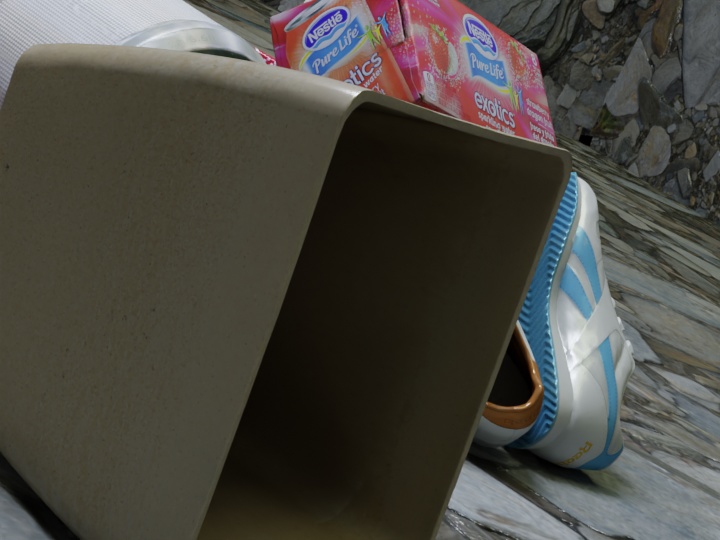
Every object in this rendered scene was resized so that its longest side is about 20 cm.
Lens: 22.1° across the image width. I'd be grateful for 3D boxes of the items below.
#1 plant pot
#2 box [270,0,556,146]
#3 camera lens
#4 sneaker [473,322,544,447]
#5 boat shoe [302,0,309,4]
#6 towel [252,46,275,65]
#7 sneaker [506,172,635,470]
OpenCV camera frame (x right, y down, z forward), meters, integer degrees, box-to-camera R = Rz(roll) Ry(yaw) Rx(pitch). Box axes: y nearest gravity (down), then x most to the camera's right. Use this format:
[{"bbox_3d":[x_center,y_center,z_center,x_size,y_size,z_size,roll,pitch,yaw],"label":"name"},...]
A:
[{"bbox_3d":[-0.056,0.006,0.762,0.176,0.201,0.200,24,8,29],"label":"plant pot"},{"bbox_3d":[0.039,-0.110,1.197,0.099,0.096,0.200,-19,-20,27],"label":"box"},{"bbox_3d":[-0.154,-0.093,1.056,0.200,0.161,0.159,35,14,37],"label":"camera lens"},{"bbox_3d":[0.045,0.007,1.080,0.200,0.073,0.085,52,-17,7],"label":"sneaker"},{"bbox_3d":[0.030,-0.123,1.352,0.200,0.071,0.069,52,0,-17],"label":"boat shoe"},{"bbox_3d":[-0.143,-0.143,1.454,0.199,0.145,0.023,29,47,14],"label":"towel"},{"bbox_3d":[0.130,0.032,1.179,0.080,0.201,0.076,27,-34,-34],"label":"sneaker"}]
